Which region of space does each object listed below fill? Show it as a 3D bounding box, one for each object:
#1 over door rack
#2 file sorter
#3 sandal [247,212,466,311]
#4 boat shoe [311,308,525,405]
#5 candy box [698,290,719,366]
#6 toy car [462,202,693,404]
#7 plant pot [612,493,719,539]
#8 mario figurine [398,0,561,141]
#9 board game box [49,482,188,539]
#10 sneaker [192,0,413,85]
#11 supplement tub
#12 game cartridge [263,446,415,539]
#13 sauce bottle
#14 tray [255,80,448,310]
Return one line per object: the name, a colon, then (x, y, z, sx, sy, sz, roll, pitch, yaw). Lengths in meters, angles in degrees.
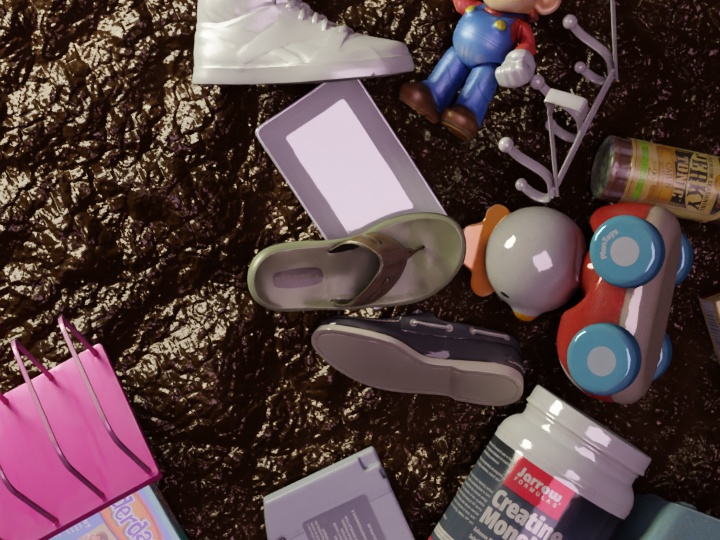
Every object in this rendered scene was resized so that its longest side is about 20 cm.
over door rack: (0.179, -0.163, 1.341, 0.066, 0.200, 0.148, 25, 72, 8)
file sorter: (-0.300, 0.149, 1.343, 0.199, 0.126, 0.139, -28, 66, -2)
sandal: (-0.001, 0.001, 1.399, 0.200, 0.057, 0.080, -12, 96, -4)
boat shoe: (0.055, 0.071, 1.443, 0.199, 0.073, 0.063, 13, 50, -1)
candy box: (0.405, 0.101, 1.469, 0.115, 0.055, 0.201, -19, 97, -4)
toy car: (0.178, 0.015, 1.406, 0.199, 0.184, 0.178, 13, 94, 21)
plant pot: (0.286, 0.315, 1.414, 0.195, 0.196, 0.201, 22, 84, -7)
mario figurine: (0.107, -0.225, 1.388, 0.123, 0.106, 0.201, 29, 90, -4)
board game box: (-0.265, 0.258, 1.422, 0.199, 0.045, 0.153, -29, 96, -2)
sneaker: (-0.052, -0.222, 1.377, 0.198, 0.074, 0.116, 0, 94, 9)
supplement tub: (0.157, 0.220, 1.412, 0.140, 0.140, 0.201, 32, 91, -7)
game cartridge: (-0.007, 0.280, 1.454, 0.132, 0.042, 0.201, -23, 96, 1)
sauce bottle: (0.315, -0.077, 1.442, 0.199, 0.065, 0.065, 9, 94, -7)
tray: (0.000, -0.074, 1.433, 0.107, 0.022, 0.201, -34, 97, -3)
